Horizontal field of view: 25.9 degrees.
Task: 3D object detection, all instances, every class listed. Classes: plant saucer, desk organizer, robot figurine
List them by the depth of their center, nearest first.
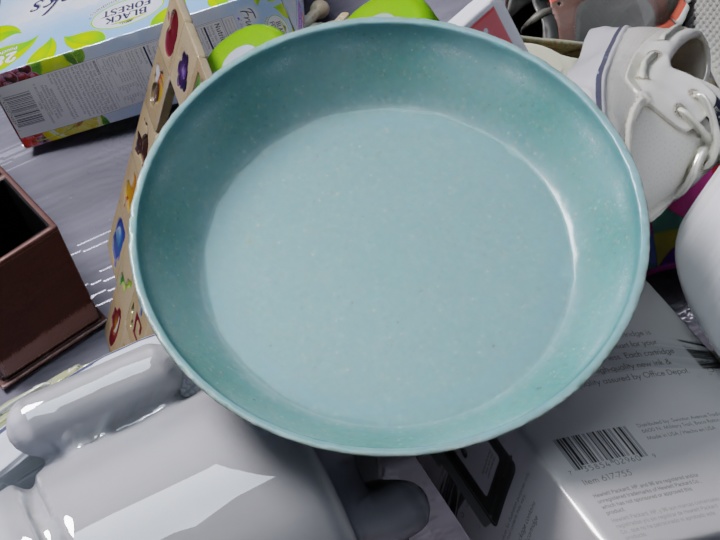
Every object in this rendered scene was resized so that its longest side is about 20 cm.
[{"bbox_3d":[0.011,-0.011,0.609,0.198,0.036,0.201,0,57,0],"label":"plant saucer"},{"bbox_3d":[-0.073,0.116,0.611,0.199,0.113,0.171,-25,85,-14],"label":"robot figurine"},{"bbox_3d":[-0.235,-0.026,0.922,0.071,0.077,0.200,-33,45,-17],"label":"desk organizer"}]

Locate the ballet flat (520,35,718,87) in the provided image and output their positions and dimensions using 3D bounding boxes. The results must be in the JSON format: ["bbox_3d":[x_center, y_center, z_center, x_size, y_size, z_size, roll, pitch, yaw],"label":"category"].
[{"bbox_3d":[0.120,-0.094,0.839,0.198,0.062,0.068,1,78,-19],"label":"ballet flat"}]

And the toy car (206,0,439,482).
[{"bbox_3d":[0.000,0.000,0.764,0.157,0.164,0.201,-7,56,31],"label":"toy car"}]

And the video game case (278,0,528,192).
[{"bbox_3d":[0.060,-0.004,0.723,0.143,0.201,0.017,-43,25,-25],"label":"video game case"}]

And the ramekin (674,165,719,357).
[{"bbox_3d":[0.230,0.007,0.662,0.199,0.098,0.201,25,33,-17],"label":"ramekin"}]

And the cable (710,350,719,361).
[{"bbox_3d":[0.120,0.117,0.679,0.096,0.051,0.201,10,47,17],"label":"cable"}]

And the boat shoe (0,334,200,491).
[{"bbox_3d":[-0.135,0.075,0.671,0.199,0.072,0.062,-30,40,-8],"label":"boat shoe"}]

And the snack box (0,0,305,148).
[{"bbox_3d":[-0.139,-0.180,1.047,0.199,0.068,0.169,-16,41,10],"label":"snack box"}]

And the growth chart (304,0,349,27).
[{"bbox_3d":[0.002,-0.106,0.972,0.199,0.018,0.145,23,56,35],"label":"growth chart"}]

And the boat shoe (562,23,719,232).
[{"bbox_3d":[0.134,-0.066,0.713,0.069,0.071,0.200,-6,22,17],"label":"boat shoe"}]

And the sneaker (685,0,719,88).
[{"bbox_3d":[0.256,-0.145,0.909,0.113,0.073,0.201,7,37,-5],"label":"sneaker"}]

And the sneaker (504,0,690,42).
[{"bbox_3d":[0.128,-0.151,0.917,0.077,0.082,0.200,-4,39,48],"label":"sneaker"}]

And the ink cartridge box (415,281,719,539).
[{"bbox_3d":[0.087,0.060,0.646,0.115,0.068,0.200,-5,39,-28],"label":"ink cartridge box"}]

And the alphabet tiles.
[{"bbox_3d":[-0.100,-0.014,0.794,0.007,0.201,0.168,3,37,-23],"label":"alphabet tiles"}]

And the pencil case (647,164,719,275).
[{"bbox_3d":[0.207,-0.048,0.801,0.198,0.089,0.089,-9,43,9],"label":"pencil case"}]
